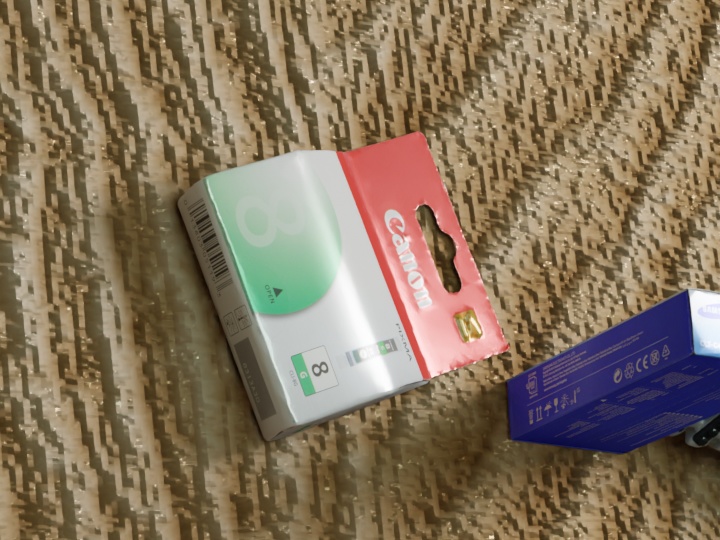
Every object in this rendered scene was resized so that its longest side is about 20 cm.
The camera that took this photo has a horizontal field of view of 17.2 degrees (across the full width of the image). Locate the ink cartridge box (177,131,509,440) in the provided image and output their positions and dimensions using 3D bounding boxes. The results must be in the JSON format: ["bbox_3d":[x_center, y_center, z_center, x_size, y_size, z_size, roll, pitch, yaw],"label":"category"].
[{"bbox_3d":[0.000,0.000,1.487,0.199,0.050,0.162,-18,83,-32],"label":"ink cartridge box"}]

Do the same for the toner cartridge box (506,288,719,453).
[{"bbox_3d":[0.183,0.066,1.481,0.094,0.200,0.044,8,68,-29],"label":"toner cartridge box"}]

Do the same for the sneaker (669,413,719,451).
[{"bbox_3d":[0.279,0.107,1.607,0.200,0.075,0.081,40,32,-22],"label":"sneaker"}]
